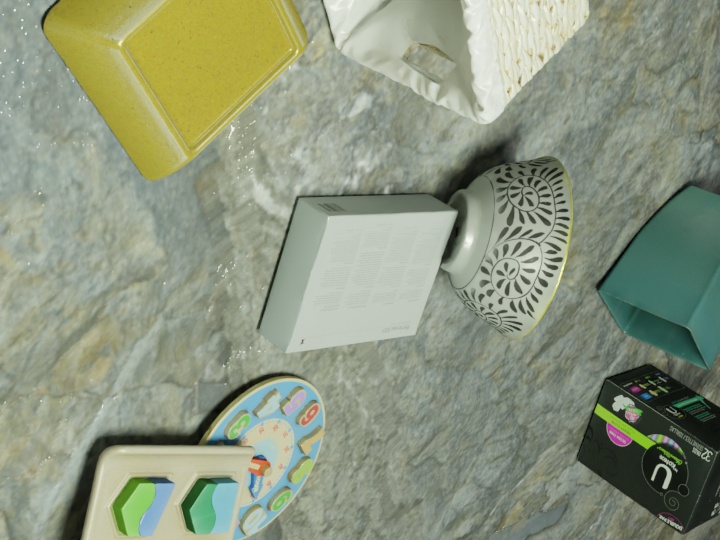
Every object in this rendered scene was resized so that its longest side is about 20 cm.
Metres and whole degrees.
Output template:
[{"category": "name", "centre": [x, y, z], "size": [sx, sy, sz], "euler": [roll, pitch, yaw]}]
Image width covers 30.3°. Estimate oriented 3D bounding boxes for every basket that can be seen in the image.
[{"category": "basket", "centre": [0.076, -0.268, 1.128], "size": [0.161, 0.198, 0.201], "euler": [-40, 141, -23]}]

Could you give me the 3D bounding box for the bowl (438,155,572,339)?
[{"category": "bowl", "centre": [0.140, -0.033, 1.425], "size": [0.094, 0.201, 0.202], "euler": [11, 112, -16]}]

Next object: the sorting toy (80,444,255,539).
[{"category": "sorting toy", "centre": [-0.192, 0.266, 1.302], "size": [0.184, 0.036, 0.201], "euler": [8, 102, -45]}]

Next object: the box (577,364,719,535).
[{"category": "box", "centre": [0.444, 0.256, 1.936], "size": [0.124, 0.200, 0.149], "euler": [-12, 125, -44]}]

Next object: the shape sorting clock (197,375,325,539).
[{"category": "shape sorting clock", "centre": [-0.109, 0.204, 1.411], "size": [0.199, 0.039, 0.201], "euler": [-29, 136, -32]}]

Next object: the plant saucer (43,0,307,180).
[{"category": "plant saucer", "centre": [-0.131, -0.189, 1.081], "size": [0.200, 0.048, 0.200], "euler": [-45, 142, -13]}]

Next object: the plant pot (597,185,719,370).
[{"category": "plant pot", "centre": [0.447, 0.000, 1.802], "size": [0.201, 0.141, 0.141], "euler": [-57, 144, -11]}]

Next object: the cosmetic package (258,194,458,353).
[{"category": "cosmetic package", "centre": [0.000, 0.000, 1.368], "size": [0.199, 0.052, 0.152], "euler": [-4, 118, -47]}]
